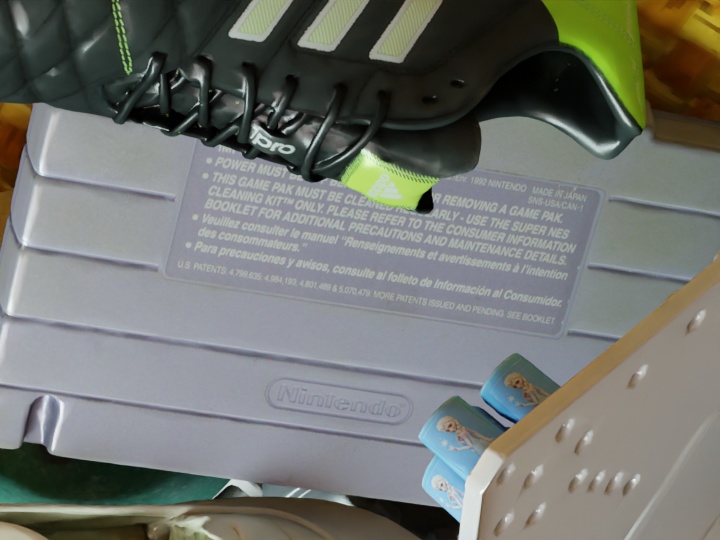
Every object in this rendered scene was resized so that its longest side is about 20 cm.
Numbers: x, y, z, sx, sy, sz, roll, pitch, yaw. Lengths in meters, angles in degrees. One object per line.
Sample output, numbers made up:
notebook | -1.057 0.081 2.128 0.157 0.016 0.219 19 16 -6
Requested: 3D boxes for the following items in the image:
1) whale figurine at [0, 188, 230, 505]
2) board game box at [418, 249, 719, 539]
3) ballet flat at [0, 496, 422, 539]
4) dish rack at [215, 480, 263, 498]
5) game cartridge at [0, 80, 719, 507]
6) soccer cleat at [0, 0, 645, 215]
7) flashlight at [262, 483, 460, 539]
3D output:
whale figurine | -0.121 0.038 0.899 0.199 0.159 0.104 -10 112 12
board game box | 0.084 0.053 0.788 0.026 0.200 0.201 37 147 25
ballet flat | -0.065 0.093 0.813 0.199 0.070 0.070 4 143 -14
dish rack | 0.013 0.135 1.001 0.200 0.044 0.172 43 131 -6
game cartridge | 0.000 0.000 0.804 0.199 0.038 0.130 9 109 -16
soccer cleat | -0.015 -0.054 0.723 0.199 0.082 0.068 -7 164 -25
flashlight | -0.052 0.101 0.938 0.200 0.068 0.068 -35 93 40
